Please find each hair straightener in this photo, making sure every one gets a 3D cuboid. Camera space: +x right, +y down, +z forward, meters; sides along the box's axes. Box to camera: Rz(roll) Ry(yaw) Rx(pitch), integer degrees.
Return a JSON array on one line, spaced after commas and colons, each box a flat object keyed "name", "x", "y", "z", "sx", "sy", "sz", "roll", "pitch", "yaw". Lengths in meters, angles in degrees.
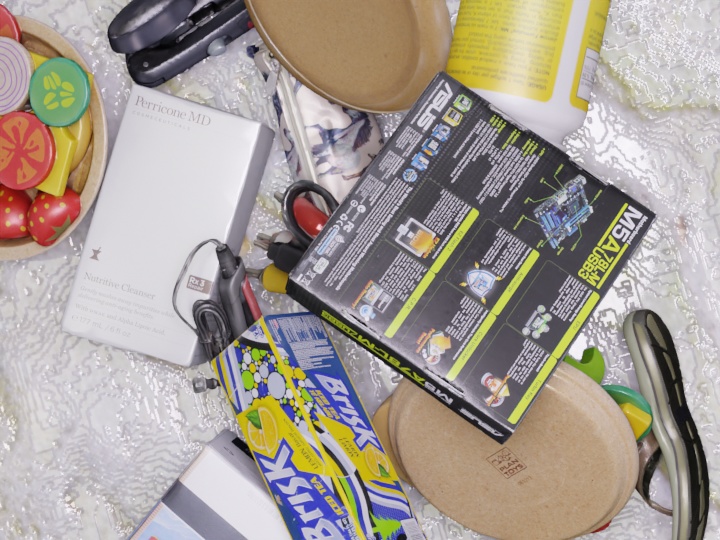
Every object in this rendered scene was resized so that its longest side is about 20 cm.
[{"name": "hair straightener", "x": -0.094, "y": 0.066, "z": 1.428, "sx": 0.077, "sy": 0.041, "sz": 0.200, "roll": -36, "pitch": 125, "yaw": -32}]

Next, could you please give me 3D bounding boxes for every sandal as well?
[{"name": "sandal", "x": 0.229, "y": 0.132, "z": 1.451, "sx": 0.057, "sy": 0.080, "sz": 0.201, "roll": -15, "pitch": 83, "yaw": 21}]

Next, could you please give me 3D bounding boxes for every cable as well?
[{"name": "cable", "x": 0.000, "y": 0.000, "z": 1.387, "sx": 0.200, "sy": 0.050, "sz": 0.097, "roll": 26, "pitch": 105, "yaw": 23}]

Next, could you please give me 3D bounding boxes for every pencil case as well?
[{"name": "pencil case", "x": -0.024, "y": -0.093, "z": 1.454, "sx": 0.078, "sy": 0.089, "sz": 0.200, "roll": -18, "pitch": 89, "yaw": 48}]

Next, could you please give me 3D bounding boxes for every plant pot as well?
[{"name": "plant pot", "x": -0.015, "y": -0.205, "z": 1.426, "sx": 0.027, "sy": 0.200, "sz": 0.200, "roll": -31, "pitch": 88, "yaw": 46}]

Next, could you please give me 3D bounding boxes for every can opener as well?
[{"name": "can opener", "x": -0.102, "y": -0.210, "z": 1.473, "sx": 0.200, "sy": 0.079, "sz": 0.063, "roll": -29, "pitch": 80, "yaw": -5}]

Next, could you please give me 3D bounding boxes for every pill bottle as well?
[{"name": "pill bottle", "x": 0.126, "y": -0.169, "z": 1.430, "sx": 0.114, "sy": 0.114, "sz": 0.200, "roll": 12, "pitch": 91, "yaw": 4}]

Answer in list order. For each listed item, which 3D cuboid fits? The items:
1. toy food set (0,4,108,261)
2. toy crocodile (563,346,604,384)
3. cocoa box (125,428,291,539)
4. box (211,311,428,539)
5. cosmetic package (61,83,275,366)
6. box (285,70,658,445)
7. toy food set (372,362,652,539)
[{"name": "toy food set", "x": -0.285, "y": -0.107, "z": 1.464, "sx": 0.200, "sy": 0.049, "sz": 0.198, "roll": 20, "pitch": 101, "yaw": 24}, {"name": "toy crocodile", "x": 0.094, "y": 0.052, "z": 1.458, "sx": 0.200, "sy": 0.068, "sz": 0.062, "roll": 24, "pitch": 72, "yaw": 2}, {"name": "cocoa box", "x": -0.076, "y": 0.238, "z": 1.436, "sx": 0.200, "sy": 0.133, "sz": 0.131, "roll": 40, "pitch": 92, "yaw": 2}, {"name": "box", "x": -0.030, "y": 0.133, "z": 1.356, "sx": 0.070, "sy": 0.064, "sz": 0.200, "roll": -41, "pitch": 66, "yaw": 37}, {"name": "cosmetic package", "x": -0.149, "y": -0.035, "z": 1.466, "sx": 0.113, "sy": 0.081, "sz": 0.200, "roll": 15, "pitch": 92, "yaw": 5}, {"name": "box", "x": 0.079, "y": -0.012, "z": 1.329, "sx": 0.193, "sy": 0.048, "sz": 0.200, "roll": 34, "pitch": 72, "yaw": 2}, {"name": "toy food set", "x": 0.116, "y": 0.131, "z": 1.413, "sx": 0.198, "sy": 0.049, "sz": 0.200, "roll": 31, "pitch": 130, "yaw": -3}]
